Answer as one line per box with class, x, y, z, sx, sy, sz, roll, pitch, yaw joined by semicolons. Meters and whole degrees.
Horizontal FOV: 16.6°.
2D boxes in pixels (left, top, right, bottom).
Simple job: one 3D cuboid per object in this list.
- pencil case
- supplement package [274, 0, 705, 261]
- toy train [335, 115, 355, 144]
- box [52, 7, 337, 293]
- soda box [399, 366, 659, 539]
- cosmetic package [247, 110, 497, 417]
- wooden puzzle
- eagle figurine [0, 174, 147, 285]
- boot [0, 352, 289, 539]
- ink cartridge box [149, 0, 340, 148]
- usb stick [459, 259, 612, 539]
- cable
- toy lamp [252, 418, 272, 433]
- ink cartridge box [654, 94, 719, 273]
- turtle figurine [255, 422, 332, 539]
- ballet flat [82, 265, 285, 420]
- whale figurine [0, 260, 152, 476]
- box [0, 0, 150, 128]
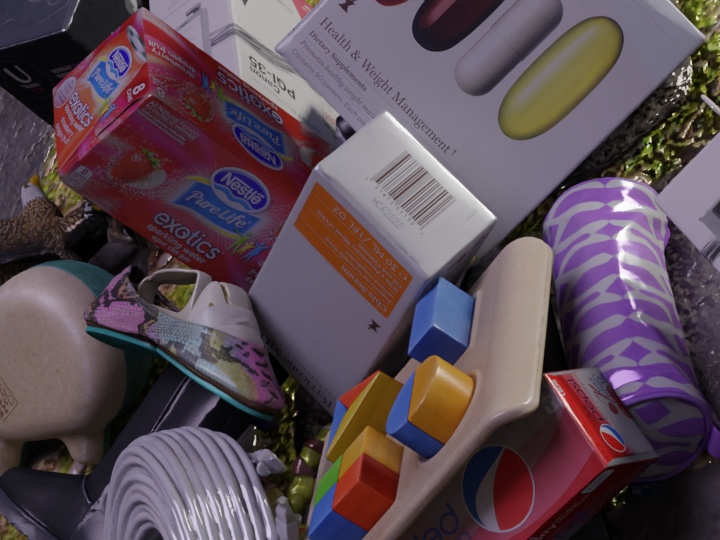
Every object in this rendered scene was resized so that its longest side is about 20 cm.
pencil case;0.163;0.034;1.492;0.085;0.084;0.201;-5;48;-4
supplement package;0.085;-0.149;1.598;0.200;0.191;0.147;-45;2;8
toy train;0.065;-0.153;1.733;0.200;0.087;0.114;-37;9;7
box;-0.104;-0.070;1.667;0.095;0.200;0.100;-38;36;23
soda box;0.074;0.142;1.423;0.200;0.063;0.070;-46;66;28
cosmetic package;0.000;0.000;1.562;0.071;0.101;0.200;-40;-11;-32
wooden puzzle;0.028;0.081;1.439;0.200;0.046;0.186;-46;16;28
eagle figurine;-0.269;-0.019;1.943;0.199;0.153;0.151;-22;12;7
boot;-0.153;0.110;1.690;0.165;0.066;0.201;33;90;45
ink cartridge box;-0.077;-0.128;1.824;0.083;0.146;0.201;-33;41;23
usb stick;0.104;0.086;1.491;0.055;0.033;0.201;-13;66;2
cable;-0.102;0.197;1.535;0.200;0.069;0.202;-165;70;-64
toy lamp;-0.030;0.016;1.730;0.200;0.058;0.058;-54;36;-4
ink cartridge box;0.246;-0.006;1.406;0.067;0.116;0.200;-46;36;9
turtle figurine;-0.069;0.178;1.624;0.161;0.064;0.201;15;83;59
ballet flat;-0.110;0.036;1.615;0.200;0.069;0.072;22;85;50
whale figurine;-0.230;0.074;1.862;0.159;0.104;0.200;53;133;11
box;-0.184;-0.161;1.922;0.122;0.200;0.107;-10;53;41
